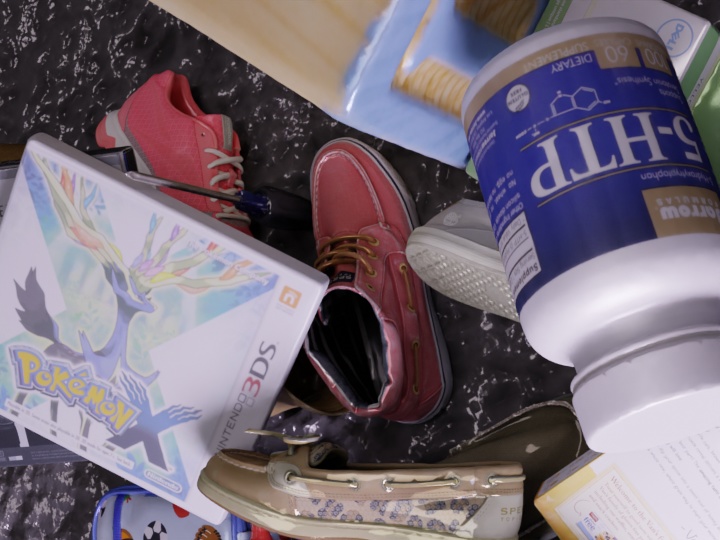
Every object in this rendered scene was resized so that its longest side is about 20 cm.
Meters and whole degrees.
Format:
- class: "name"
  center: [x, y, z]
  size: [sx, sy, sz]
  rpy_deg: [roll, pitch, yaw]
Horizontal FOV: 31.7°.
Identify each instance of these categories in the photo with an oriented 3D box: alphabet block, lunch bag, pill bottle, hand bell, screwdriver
- class: "alphabet block"
  center: [0.008, -0.202, 0.779]
  size: [0.199, 0.195, 0.198]
  rpy_deg: [34, 100, 28]
- class: "lunch bag"
  center: [-0.118, 0.245, 0.875]
  size: [0.159, 0.075, 0.203]
  rpy_deg: [-10, 79, 32]
- class: "pill bottle"
  center: [0.132, -0.016, 0.658]
  size: [0.119, 0.119, 0.202]
  rpy_deg: [-26, 64, 26]
- class: "hand bell"
  center: [-0.094, 0.091, 0.883]
  size: [0.199, 0.103, 0.105]
  rpy_deg: [-35, 68, 37]
- class: "screwdriver"
  center: [-0.089, -0.050, 0.813]
  size: [0.028, 0.199, 0.029]
  rpy_deg: [-43, 63, 19]

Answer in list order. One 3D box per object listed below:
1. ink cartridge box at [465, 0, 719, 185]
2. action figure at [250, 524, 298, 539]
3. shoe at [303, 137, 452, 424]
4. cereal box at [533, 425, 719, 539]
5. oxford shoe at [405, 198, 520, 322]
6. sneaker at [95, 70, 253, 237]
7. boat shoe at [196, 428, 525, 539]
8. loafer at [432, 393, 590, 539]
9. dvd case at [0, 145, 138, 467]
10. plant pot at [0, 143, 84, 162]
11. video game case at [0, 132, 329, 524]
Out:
- class: "ink cartridge box"
  center: [0.177, -0.076, 0.747]
  size: [0.199, 0.048, 0.147]
  rpy_deg: [33, 101, 32]
- class: "action figure"
  center: [-0.032, 0.229, 0.777]
  size: [0.099, 0.064, 0.203]
  rpy_deg: [162, 104, -70]
- class: "shoe"
  center: [0.000, 0.000, 0.815]
  size: [0.071, 0.091, 0.203]
  rpy_deg: [-23, 74, 21]
- class: "cereal box"
  center: [0.214, 0.124, 0.684]
  size: [0.199, 0.039, 0.145]
  rpy_deg: [-38, 87, 21]
- class: "oxford shoe"
  center: [0.120, 0.006, 0.765]
  size: [0.198, 0.076, 0.058]
  rpy_deg: [25, 61, 29]
- class: "sneaker"
  center: [-0.115, -0.066, 0.905]
  size: [0.087, 0.073, 0.201]
  rpy_deg: [-47, 64, 17]
- class: "boat shoe"
  center: [0.000, 0.124, 0.737]
  size: [0.197, 0.073, 0.064]
  rpy_deg: [9, 93, 17]
- class: "loafer"
  center: [0.071, 0.144, 0.772]
  size: [0.199, 0.069, 0.076]
  rpy_deg: [-40, 67, 21]
- class: "dvd case"
  center: [-0.196, 0.028, 0.815]
  size: [0.148, 0.025, 0.203]
  rpy_deg: [-5, 106, 14]
- class: "plant pot"
  center: [-0.261, -0.016, 0.911]
  size: [0.198, 0.185, 0.189]
  rpy_deg: [-15, 77, 34]
- class: "video game case"
  center: [-0.141, 0.040, 0.782]
  size: [0.198, 0.022, 0.184]
  rpy_deg: [26, 112, 3]
